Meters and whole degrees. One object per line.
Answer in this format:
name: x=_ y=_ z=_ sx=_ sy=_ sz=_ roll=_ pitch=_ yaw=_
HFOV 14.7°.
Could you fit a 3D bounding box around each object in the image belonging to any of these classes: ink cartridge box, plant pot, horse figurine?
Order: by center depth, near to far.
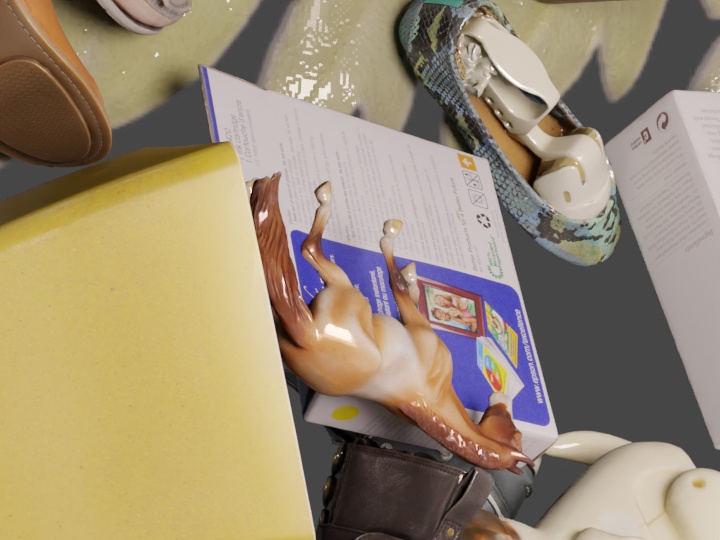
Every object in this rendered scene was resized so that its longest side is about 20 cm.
plant pot: x=-0.148 y=0.054 z=1.376 sx=0.176 sy=0.200 sz=0.201 roll=-13 pitch=95 yaw=-16
horse figurine: x=0.001 y=0.024 z=1.380 sx=0.200 sy=0.050 sz=0.133 roll=29 pitch=40 yaw=-47
ink cartridge box: x=0.000 y=0.000 z=1.491 sx=0.199 sy=0.047 sz=0.198 roll=14 pitch=47 yaw=-31

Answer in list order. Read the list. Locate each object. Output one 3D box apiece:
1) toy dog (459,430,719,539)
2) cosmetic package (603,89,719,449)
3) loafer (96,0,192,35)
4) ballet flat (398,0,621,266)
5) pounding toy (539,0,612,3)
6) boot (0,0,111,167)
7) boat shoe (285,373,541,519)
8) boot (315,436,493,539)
toy dog: x=0.116 y=0.163 z=1.488 sx=0.199 sy=0.140 sz=0.194 roll=-13 pitch=59 yaw=-29
cosmetic package: x=0.228 y=-0.002 z=1.631 sx=0.101 sy=0.071 sz=0.201 roll=0 pitch=62 yaw=-39
loafer: x=-0.124 y=-0.185 z=1.415 sx=0.200 sy=0.063 sz=0.072 roll=48 pitch=28 yaw=-56
ballet flat: x=0.099 y=-0.079 z=1.603 sx=0.200 sy=0.074 sz=0.074 roll=47 pitch=65 yaw=-23
pounding toy: x=0.102 y=-0.246 z=1.561 sx=0.184 sy=0.199 sz=0.143 roll=20 pitch=77 yaw=-45
boot: x=-0.184 y=-0.159 z=1.427 sx=0.200 sy=0.076 sz=0.156 roll=45 pitch=35 yaw=-42
boat shoe: x=0.019 y=0.090 z=1.544 sx=0.200 sy=0.073 sz=0.062 roll=33 pitch=68 yaw=-33
boot: x=-0.019 y=0.172 z=1.446 sx=0.069 sy=0.199 sz=0.175 roll=28 pitch=70 yaw=-41
